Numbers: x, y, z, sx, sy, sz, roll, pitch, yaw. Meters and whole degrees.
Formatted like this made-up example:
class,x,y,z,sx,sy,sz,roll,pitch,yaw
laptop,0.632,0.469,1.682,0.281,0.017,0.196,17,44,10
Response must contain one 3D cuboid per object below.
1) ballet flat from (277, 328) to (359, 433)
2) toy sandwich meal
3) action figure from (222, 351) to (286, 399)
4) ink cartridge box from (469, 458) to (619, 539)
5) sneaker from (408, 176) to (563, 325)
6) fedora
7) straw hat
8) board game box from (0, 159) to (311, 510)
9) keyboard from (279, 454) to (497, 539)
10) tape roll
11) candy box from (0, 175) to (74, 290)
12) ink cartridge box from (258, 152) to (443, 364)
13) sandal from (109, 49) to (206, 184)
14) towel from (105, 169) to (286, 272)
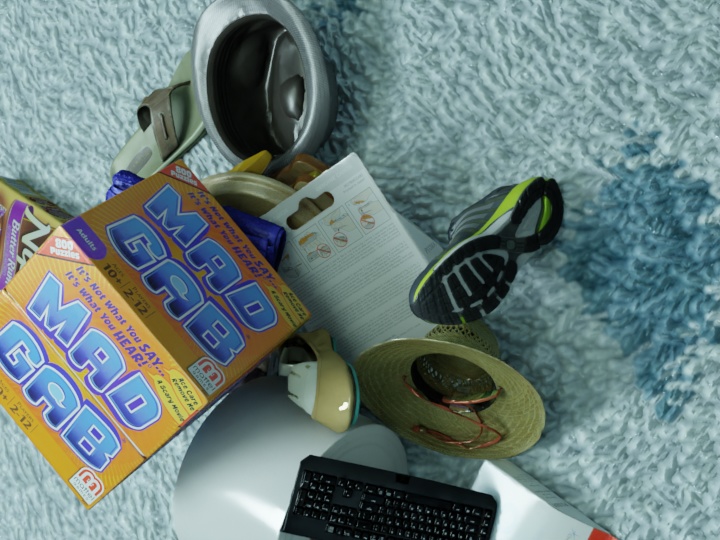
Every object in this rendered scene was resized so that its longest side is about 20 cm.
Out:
class,x,y,z,sx,sy,sz,roll,pitch,yaw
ballet flat,-0.045,0.104,1.383,0.200,0.062,0.069,-129,45,-76
toy sandwich meal,-0.092,-0.045,1.536,0.204,0.206,0.071,-12,36,34
action figure,-0.138,0.117,1.587,0.199,0.069,0.131,18,89,31
ink cartridge box,0.163,0.295,1.365,0.199,0.047,0.161,34,104,35
sneaker,0.108,-0.016,1.373,0.081,0.200,0.074,-2,121,50
fedora,-0.088,-0.198,1.562,0.176,0.090,0.202,-23,83,34
straw hat,0.091,0.090,1.388,0.200,0.201,0.086,-8,47,34
board game box,-0.211,0.057,1.380,0.200,0.200,0.200,49,124,1
keyboard,0.029,0.238,1.332,0.040,0.198,0.105,-146,71,-72
tape roll,-0.066,0.221,1.442,0.138,0.202,0.205,20,97,35
candy box,-0.397,-0.024,1.789,0.199,0.056,0.118,30,102,32
ink cartridge box,0.000,0.000,1.464,0.160,0.050,0.201,-32,91,29
sandal,-0.229,-0.163,1.680,0.201,0.057,0.080,-52,60,20
towel,-0.180,-0.004,1.485,0.198,0.049,0.149,20,109,18
